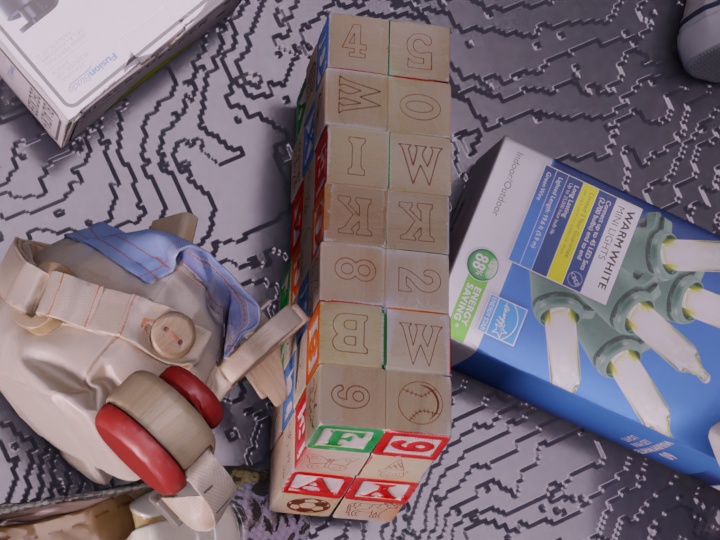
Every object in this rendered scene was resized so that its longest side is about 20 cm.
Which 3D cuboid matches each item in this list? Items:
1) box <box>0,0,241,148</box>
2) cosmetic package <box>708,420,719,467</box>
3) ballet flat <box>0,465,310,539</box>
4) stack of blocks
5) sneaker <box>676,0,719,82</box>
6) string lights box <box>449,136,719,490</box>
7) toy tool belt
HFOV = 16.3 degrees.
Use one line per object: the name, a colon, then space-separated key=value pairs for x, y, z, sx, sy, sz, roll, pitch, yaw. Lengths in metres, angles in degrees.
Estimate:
box: x=-0.158 y=-0.170 z=1.167 sx=0.117 sy=0.060 sz=0.200 roll=-42 pitch=90 yaw=-15
cosmetic package: x=0.289 y=0.130 z=1.114 sx=0.166 sy=0.167 sz=0.200 roll=-32 pitch=117 yaw=-15
ballet flat: x=-0.115 y=0.129 z=1.121 sx=0.200 sy=0.072 sz=0.072 roll=-10 pitch=83 yaw=-13
stack of blocks: x=0.000 y=0.000 z=1.139 sx=0.058 sy=0.115 sz=0.200 roll=6 pitch=65 yaw=-10
sneaker: x=0.218 y=-0.151 z=1.172 sx=0.073 sy=0.200 sz=0.071 roll=10 pitch=70 yaw=-37
string lights box: x=0.132 y=0.027 z=1.190 sx=0.200 sy=0.059 sz=0.103 roll=24 pitch=76 yaw=-7
toy tool belt: x=-0.085 y=0.024 z=1.082 sx=0.123 sy=0.200 sz=0.125 roll=-46 pitch=112 yaw=-15
